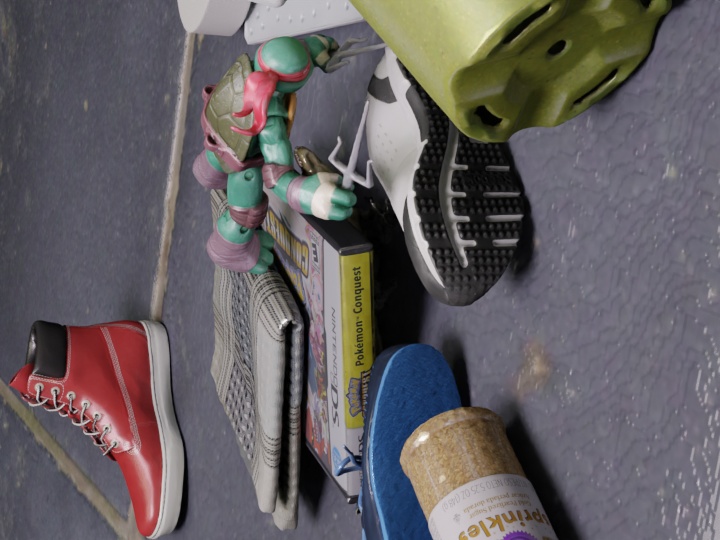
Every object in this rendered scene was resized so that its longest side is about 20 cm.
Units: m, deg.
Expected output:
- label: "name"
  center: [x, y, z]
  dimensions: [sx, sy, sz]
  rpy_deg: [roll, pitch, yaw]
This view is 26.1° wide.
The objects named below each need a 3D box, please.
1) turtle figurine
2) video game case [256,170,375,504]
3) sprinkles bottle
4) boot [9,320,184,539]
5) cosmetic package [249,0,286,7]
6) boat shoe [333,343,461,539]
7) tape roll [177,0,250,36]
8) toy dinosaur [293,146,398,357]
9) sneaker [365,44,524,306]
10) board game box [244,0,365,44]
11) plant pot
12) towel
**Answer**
- label: "turtle figurine"
  center: [-0.051, -0.090, 0.958]
  dimensions: [0.200, 0.100, 0.151]
  rpy_deg: [127, 155, -52]
- label: "video game case"
  center: [-0.035, 0.034, 1.067]
  dimensions: [0.200, 0.025, 0.182]
  rpy_deg: [-135, 39, -60]
- label: "sprinkles bottle"
  center: [0.084, 0.172, 0.862]
  dimensions: [0.068, 0.068, 0.201]
  rpy_deg: [-62, 38, 38]
- label: "boot"
  center: [-0.234, 0.140, 1.360]
  dimensions: [0.072, 0.143, 0.201]
  rpy_deg: [-39, 56, 51]
- label: "cosmetic package"
  center: [-0.093, -0.285, 0.982]
  dimensions: [0.200, 0.164, 0.166]
  rpy_deg: [-75, 1, -67]
- label: "boat shoe"
  center: [0.019, 0.146, 0.969]
  dimensions: [0.069, 0.084, 0.202]
  rpy_deg: [-3, 83, 64]
- label: "tape roll"
  center: [-0.113, -0.290, 1.240]
  dimensions: [0.203, 0.037, 0.205]
  rpy_deg: [-177, 90, -73]
- label: "toy dinosaur"
  center: [0.000, 0.000, 1.054]
  dimensions: [0.088, 0.047, 0.202]
  rpy_deg: [141, 122, -62]
- label: "sneaker"
  center: [0.046, -0.059, 0.954]
  dimensions: [0.080, 0.073, 0.201]
  rpy_deg: [124, 146, -49]
- label: "board game box"
  center: [-0.029, -0.274, 1.138]
  dimensions: [0.200, 0.026, 0.202]
  rpy_deg: [4, 92, 61]
- label: "plant pot"
  center: [0.064, -0.178, 0.824]
  dimensions: [0.185, 0.199, 0.201]
  rpy_deg: [61, 139, 26]
- label: "towel"
  center: [-0.083, 0.064, 1.137]
  dimensions: [0.193, 0.034, 0.201]
  rpy_deg: [-122, 28, -51]
